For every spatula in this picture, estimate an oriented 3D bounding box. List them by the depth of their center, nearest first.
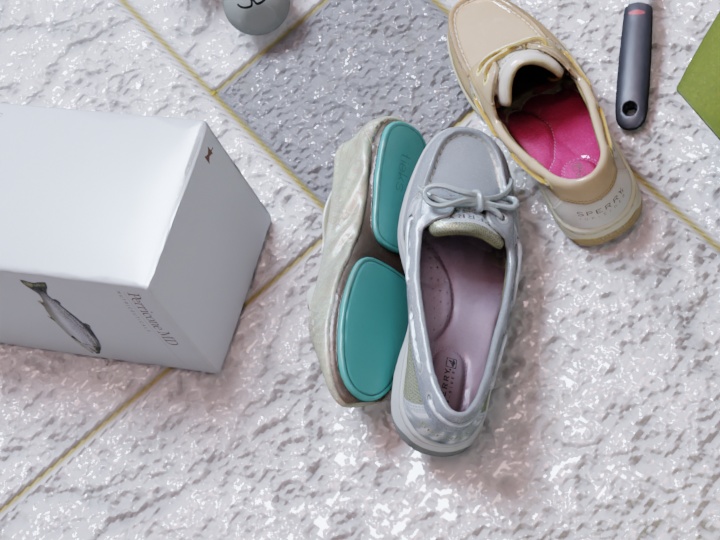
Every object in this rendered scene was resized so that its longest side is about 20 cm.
[{"bbox_3d":[0.176,-0.175,1.235,0.056,0.021,0.200,0,62,19],"label":"spatula"}]

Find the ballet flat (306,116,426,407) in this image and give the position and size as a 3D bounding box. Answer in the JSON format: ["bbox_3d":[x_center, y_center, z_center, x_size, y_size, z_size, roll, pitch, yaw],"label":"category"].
[{"bbox_3d":[0.000,0.000,1.184,0.062,0.067,0.200,-20,47,43],"label":"ballet flat"}]

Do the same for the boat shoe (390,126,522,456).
[{"bbox_3d":[0.058,0.004,1.132,0.074,0.065,0.202,14,65,-8],"label":"boat shoe"}]

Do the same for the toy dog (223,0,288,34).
[{"bbox_3d":[-0.096,-0.260,1.331,0.132,0.096,0.200,-41,56,-6],"label":"toy dog"}]

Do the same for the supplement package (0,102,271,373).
[{"bbox_3d":[-0.176,-0.023,1.218,0.199,0.117,0.118,6,63,24],"label":"supplement package"}]

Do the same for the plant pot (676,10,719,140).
[{"bbox_3d":[0.281,-0.132,1.092,0.200,0.187,0.187,-42,55,9],"label":"plant pot"}]

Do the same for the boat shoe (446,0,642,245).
[{"bbox_3d":[0.106,-0.108,1.191,0.074,0.069,0.200,-32,55,0],"label":"boat shoe"}]
